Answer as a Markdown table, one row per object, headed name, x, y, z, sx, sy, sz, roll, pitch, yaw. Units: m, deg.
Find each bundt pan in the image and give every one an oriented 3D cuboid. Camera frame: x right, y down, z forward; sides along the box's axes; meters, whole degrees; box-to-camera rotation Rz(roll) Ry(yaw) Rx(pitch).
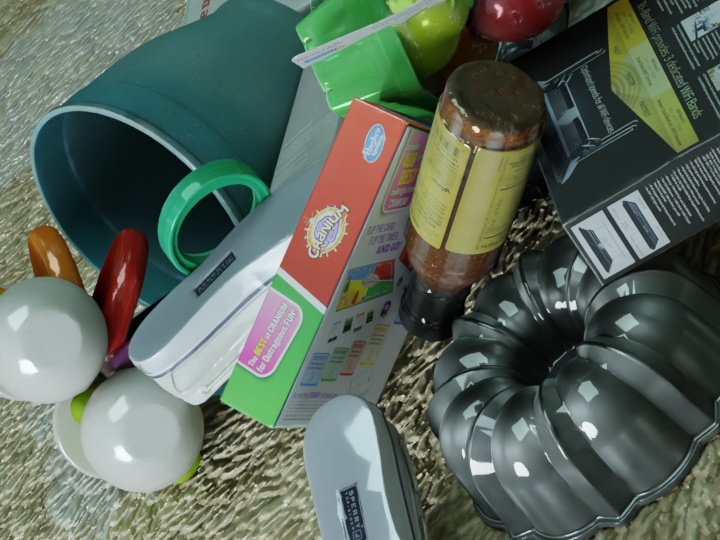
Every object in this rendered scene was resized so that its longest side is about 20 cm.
| name | x | y | z | sx | sy | sz | roll | pitch | yaw |
| --- | --- | --- | --- | --- | --- | --- | --- | --- | --- |
| bundt pan | 0.120 | 0.057 | 1.339 | 0.202 | 0.076 | 0.202 | -30 | 37 | 25 |

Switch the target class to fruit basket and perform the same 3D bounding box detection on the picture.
| name | x | y | z | sx | sy | sz | roll | pitch | yaw |
| --- | --- | --- | --- | --- | --- | --- | --- | --- | --- |
| fruit basket | 0.064 | -0.166 | 1.433 | 0.200 | 0.094 | 0.185 | -31 | -9 | 11 |

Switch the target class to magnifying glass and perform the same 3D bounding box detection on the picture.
| name | x | y | z | sx | sy | sz | roll | pitch | yaw |
| --- | --- | --- | --- | --- | --- | --- | --- | --- | --- |
| magnifying glass | -0.085 | 0.000 | 1.539 | 0.080 | 0.200 | 0.022 | -34 | 52 | -13 |

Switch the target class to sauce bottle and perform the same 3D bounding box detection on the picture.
| name | x | y | z | sx | sy | sz | roll | pitch | yaw |
| --- | --- | --- | --- | --- | --- | --- | --- | --- | --- |
| sauce bottle | 0.059 | -0.036 | 1.373 | 0.200 | 0.066 | 0.066 | 108 | 173 | -48 |

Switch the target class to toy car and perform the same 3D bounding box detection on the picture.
| name | x | y | z | sx | sy | sz | roll | pitch | yaw |
| --- | --- | --- | --- | --- | --- | --- | --- | --- | --- |
| toy car | -0.169 | 0.053 | 1.575 | 0.150 | 0.200 | 0.175 | -49 | 11 | -13 |

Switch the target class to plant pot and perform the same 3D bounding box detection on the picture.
| name | x | y | z | sx | sy | sz | roll | pitch | yaw |
| --- | --- | --- | --- | --- | --- | --- | --- | --- | --- |
| plant pot | -0.104 | -0.094 | 1.676 | 0.200 | 0.200 | 0.188 | -4 | 36 | 47 |

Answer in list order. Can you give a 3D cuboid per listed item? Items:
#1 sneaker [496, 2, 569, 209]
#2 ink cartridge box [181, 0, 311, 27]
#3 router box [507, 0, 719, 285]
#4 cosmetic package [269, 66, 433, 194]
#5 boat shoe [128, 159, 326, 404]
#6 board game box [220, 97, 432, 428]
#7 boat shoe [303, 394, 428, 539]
| name | x | y | z | sx | sy | sz | roll | pitch | yaw |
| --- | --- | --- | --- | --- | --- | --- | --- | --- | --- |
| sneaker | 0.127 | -0.114 | 1.526 | 0.114 | 0.075 | 0.200 | -4 | 52 | 41 |
| ink cartridge box | -0.042 | -0.213 | 1.816 | 0.200 | 0.083 | 0.147 | -26 | 38 | 29 |
| router box | 0.178 | -0.097 | 1.347 | 0.157 | 0.052 | 0.200 | -30 | 31 | 12 |
| cosmetic package | 0.011 | -0.097 | 1.595 | 0.090 | 0.107 | 0.200 | -38 | 27 | 41 |
| boat shoe | -0.049 | 0.015 | 1.485 | 0.202 | 0.086 | 0.075 | -44 | 29 | 5 |
| board game box | 0.000 | 0.000 | 1.423 | 0.040 | 0.153 | 0.200 | 26 | 96 | 21 |
| boat shoe | 0.015 | 0.171 | 1.346 | 0.073 | 0.065 | 0.200 | -17 | 63 | 28 |
